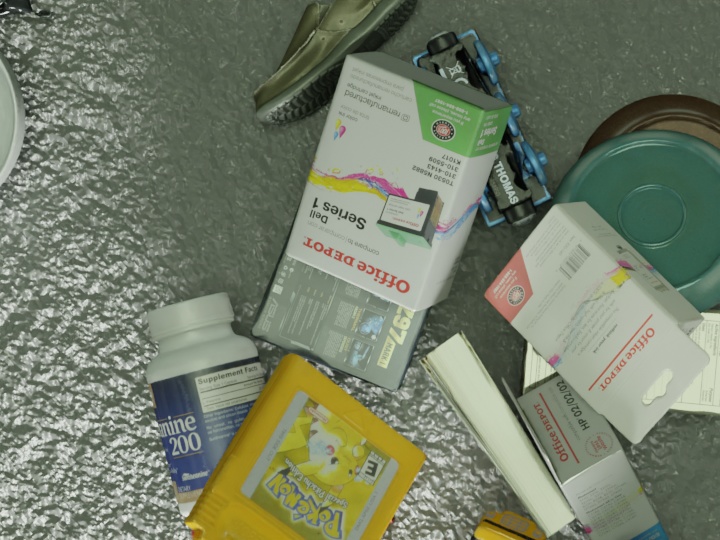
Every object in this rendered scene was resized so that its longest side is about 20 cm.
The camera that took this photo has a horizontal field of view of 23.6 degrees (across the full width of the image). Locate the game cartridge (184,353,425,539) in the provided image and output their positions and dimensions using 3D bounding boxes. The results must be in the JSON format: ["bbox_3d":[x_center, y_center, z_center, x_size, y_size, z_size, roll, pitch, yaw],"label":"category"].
[{"bbox_3d":[-0.050,0.209,1.622,0.176,0.032,0.200,38,64,-17],"label":"game cartridge"}]

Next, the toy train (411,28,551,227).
[{"bbox_3d":[0.117,-0.135,1.660,0.086,0.114,0.201,-25,87,4],"label":"toy train"}]

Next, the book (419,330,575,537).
[{"bbox_3d":[0.133,0.154,1.641,0.048,0.134,0.200,-34,85,1],"label":"book"}]

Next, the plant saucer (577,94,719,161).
[{"bbox_3d":[0.307,-0.074,1.688,0.199,0.034,0.201,0,89,3],"label":"plant saucer"}]

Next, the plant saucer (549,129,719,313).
[{"bbox_3d":[0.275,-0.048,1.624,0.199,0.027,0.201,-4,67,9],"label":"plant saucer"}]

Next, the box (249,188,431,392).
[{"bbox_3d":[0.000,0.000,1.694,0.157,0.051,0.201,20,89,5],"label":"box"}]

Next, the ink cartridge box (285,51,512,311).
[{"bbox_3d":[0.034,-0.082,1.588,0.144,0.084,0.201,24,108,18],"label":"ink cartridge box"}]

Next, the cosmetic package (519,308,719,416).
[{"bbox_3d":[0.257,0.080,1.665,0.199,0.073,0.104,6,89,3],"label":"cosmetic package"}]

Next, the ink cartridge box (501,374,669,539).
[{"bbox_3d":[0.208,0.174,1.591,0.068,0.200,0.115,-30,43,3],"label":"ink cartridge box"}]

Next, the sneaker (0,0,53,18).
[{"bbox_3d":[-0.349,-0.311,1.719,0.140,0.078,0.200,45,100,2],"label":"sneaker"}]

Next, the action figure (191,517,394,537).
[{"bbox_3d":[-0.067,0.258,1.693,0.199,0.052,0.066,-1,93,5],"label":"action figure"}]

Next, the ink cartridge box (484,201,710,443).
[{"bbox_3d":[0.224,0.046,1.560,0.200,0.067,0.117,47,116,21],"label":"ink cartridge box"}]

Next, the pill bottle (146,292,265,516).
[{"bbox_3d":[-0.144,0.128,1.668,0.110,0.111,0.201,-14,87,3],"label":"pill bottle"}]

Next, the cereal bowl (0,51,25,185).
[{"bbox_3d":[-0.421,-0.151,1.704,0.199,0.083,0.201,0,95,6],"label":"cereal bowl"}]

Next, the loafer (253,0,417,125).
[{"bbox_3d":[-0.034,-0.223,1.701,0.200,0.075,0.070,-42,75,-3],"label":"loafer"}]

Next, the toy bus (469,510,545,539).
[{"bbox_3d":[0.125,0.311,1.616,0.065,0.078,0.201,21,119,16],"label":"toy bus"}]
